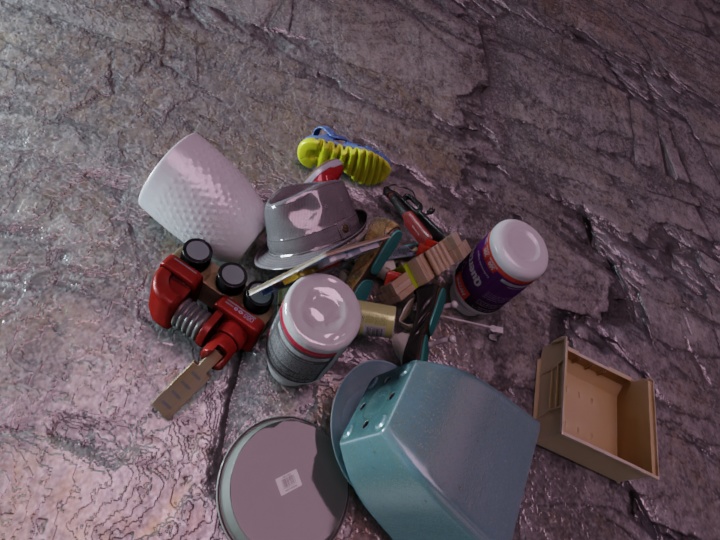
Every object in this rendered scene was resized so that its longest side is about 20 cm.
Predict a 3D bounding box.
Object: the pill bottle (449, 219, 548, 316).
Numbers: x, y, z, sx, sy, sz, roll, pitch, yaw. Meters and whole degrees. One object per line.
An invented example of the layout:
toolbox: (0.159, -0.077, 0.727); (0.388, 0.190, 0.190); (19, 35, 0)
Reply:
pill bottle: (0.240, 0.005, 0.949); (0.109, 0.201, 0.115); (10, 58, -16)

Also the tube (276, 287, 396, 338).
tube: (-0.040, 0.069, 0.847); (0.194, 0.052, 0.060); (7, 68, 2)

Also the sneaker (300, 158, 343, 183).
sneaker: (-0.072, -0.115, 0.965); (0.112, 0.072, 0.200); (40, 63, 8)

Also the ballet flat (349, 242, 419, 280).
ballet flat: (0.070, -0.014, 0.972); (0.195, 0.075, 0.076); (-9, 66, -24)

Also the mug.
mug: (-0.234, -0.113, 0.866); (0.174, 0.148, 0.201); (40, 25, -8)

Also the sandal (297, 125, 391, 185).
sandal: (-0.028, -0.237, 1.051); (0.195, 0.080, 0.089); (17, 42, -18)

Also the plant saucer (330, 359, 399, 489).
plant saucer: (0.026, 0.243, 0.807); (0.197, 0.038, 0.207); (17, 63, -35)

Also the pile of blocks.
pile of blocks: (0.103, -0.012, 0.925); (0.197, 0.082, 0.063); (-32, 94, -18)

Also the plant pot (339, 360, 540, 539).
plant pot: (0.090, 0.239, 0.714); (0.200, 0.195, 0.197); (43, 51, -10)

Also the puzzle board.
puzzle board: (-0.054, -0.008, 0.788); (0.199, 0.148, 0.018); (-22, 88, -60)

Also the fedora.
fedora: (-0.083, -0.086, 0.809); (0.197, 0.175, 0.093); (-29, 114, -32)

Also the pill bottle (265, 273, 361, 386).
pill bottle: (-0.079, 0.099, 0.764); (0.108, 0.201, 0.114); (10, 58, -17)

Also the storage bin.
storage bin: (0.426, 0.250, 0.956); (0.196, 0.094, 0.202); (25, 56, -8)

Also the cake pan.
cake pan: (-0.102, 0.304, 0.740); (0.194, 0.037, 0.205); (10, 59, -17)

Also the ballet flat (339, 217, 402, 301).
ballet flat: (0.000, 0.000, 0.899); (0.069, 0.071, 0.203); (29, 97, -3)

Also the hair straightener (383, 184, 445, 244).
hair straightener: (0.106, -0.110, 1.024); (0.075, 0.042, 0.201); (-6, 39, -32)

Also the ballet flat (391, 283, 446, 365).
ballet flat: (0.092, 0.107, 0.869); (0.066, 0.069, 0.203); (5, 48, 20)

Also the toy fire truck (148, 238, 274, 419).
toy fire truck: (-0.246, 0.088, 0.765); (0.174, 0.129, 0.202); (33, 45, -1)

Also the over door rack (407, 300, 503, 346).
over door rack: (0.174, 0.139, 0.929); (0.195, 0.067, 0.151); (19, 58, -12)
